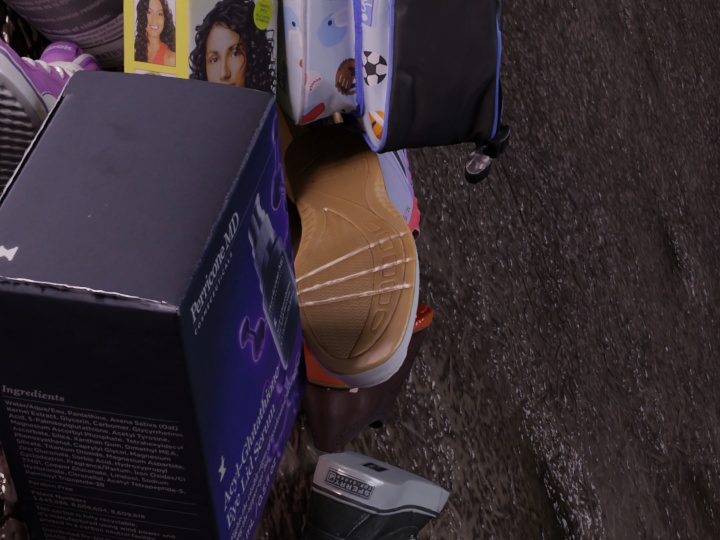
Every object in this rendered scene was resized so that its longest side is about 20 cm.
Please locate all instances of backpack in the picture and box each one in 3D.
[{"bbox_3d":[0.006,-0.173,0.991,0.191,0.153,0.201,-116,-152,-60],"label":"backpack"}]

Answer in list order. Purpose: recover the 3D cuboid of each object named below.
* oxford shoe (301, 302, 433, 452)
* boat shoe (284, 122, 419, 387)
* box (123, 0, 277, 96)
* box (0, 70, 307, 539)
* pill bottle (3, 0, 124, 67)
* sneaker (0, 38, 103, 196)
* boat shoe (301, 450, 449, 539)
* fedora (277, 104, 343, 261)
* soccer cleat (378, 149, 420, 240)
[{"bbox_3d":[0.001,0.065,1.190,0.200,0.071,0.073,-34,131,-66],"label":"oxford shoe"},{"bbox_3d":[0.000,0.000,0.968,0.201,0.070,0.070,-97,172,-49],"label":"boat shoe"},{"bbox_3d":[-0.082,-0.151,0.900,0.075,0.050,0.201,-19,115,-50],"label":"box"},{"bbox_3d":[-0.098,0.031,0.817,0.201,0.104,0.148,86,17,-44],"label":"box"},{"bbox_3d":[-0.171,-0.201,0.902,0.200,0.112,0.114,41,39,-51],"label":"pill bottle"},{"bbox_3d":[-0.176,-0.087,0.881,0.201,0.072,0.115,59,22,-54],"label":"sneaker"},{"bbox_3d":[0.004,0.157,1.124,0.064,0.070,0.200,-69,162,-1],"label":"boat shoe"},{"bbox_3d":[-0.070,-0.083,1.087,0.201,0.081,0.202,49,31,-43],"label":"fedora"},{"bbox_3d":[0.012,-0.053,1.239,0.073,0.068,0.201,23,46,-11],"label":"soccer cleat"}]
